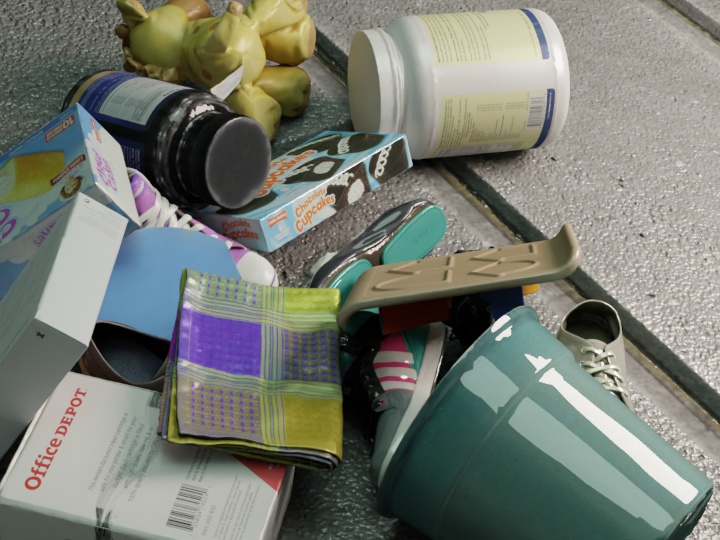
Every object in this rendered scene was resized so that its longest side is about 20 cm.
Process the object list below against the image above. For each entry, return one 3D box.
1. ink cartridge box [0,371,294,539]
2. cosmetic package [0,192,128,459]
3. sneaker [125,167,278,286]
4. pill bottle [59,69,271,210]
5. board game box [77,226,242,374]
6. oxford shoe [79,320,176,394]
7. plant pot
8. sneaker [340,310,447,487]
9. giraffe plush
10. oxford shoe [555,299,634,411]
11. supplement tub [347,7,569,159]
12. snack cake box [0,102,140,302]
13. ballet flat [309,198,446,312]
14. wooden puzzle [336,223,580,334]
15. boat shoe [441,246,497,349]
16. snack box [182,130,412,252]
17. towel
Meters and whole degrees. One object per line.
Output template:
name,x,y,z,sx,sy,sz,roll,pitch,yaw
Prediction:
ink cartridge box,-0.161,0.173,1.264,0.199,0.083,0.147,13,40,5
cosmetic package,-0.263,0.056,1.297,0.052,0.200,0.151,31,37,-16
sneaker,-0.171,-0.030,1.465,0.199,0.115,0.073,19,61,17
pill bottle,-0.182,-0.119,1.536,0.199,0.112,0.112,18,38,39
board game box,-0.166,0.061,1.412,0.157,0.039,0.201,-21,71,-15
oxford shoe,-0.142,0.103,1.333,0.199,0.073,0.072,26,67,5
plant pot,0.149,0.165,1.254,0.196,0.201,0.200,37,48,18
sneaker,0.000,0.097,1.373,0.120,0.084,0.200,16,33,2
giraffe plush,-0.160,-0.222,1.671,0.161,0.174,0.200,15,22,26
oxford shoe,0.203,0.100,1.425,0.075,0.058,0.201,7,42,-5
supplement tub,0.098,-0.189,1.675,0.199,0.146,0.145,-6,42,-15
snack cake box,-0.295,-0.039,1.421,0.199,0.067,0.115,-33,42,11
ballet flat,0.000,0.000,1.510,0.073,0.073,0.200,30,51,24
wooden puzzle,0.085,0.014,1.361,0.199,0.047,0.185,-13,7,6
boat shoe,0.104,0.039,1.463,0.066,0.075,0.200,12,38,-4
snack box,-0.059,-0.079,1.570,0.116,0.037,0.200,7,31,45
towel,-0.082,0.075,1.304,0.143,0.023,0.201,10,41,-8
